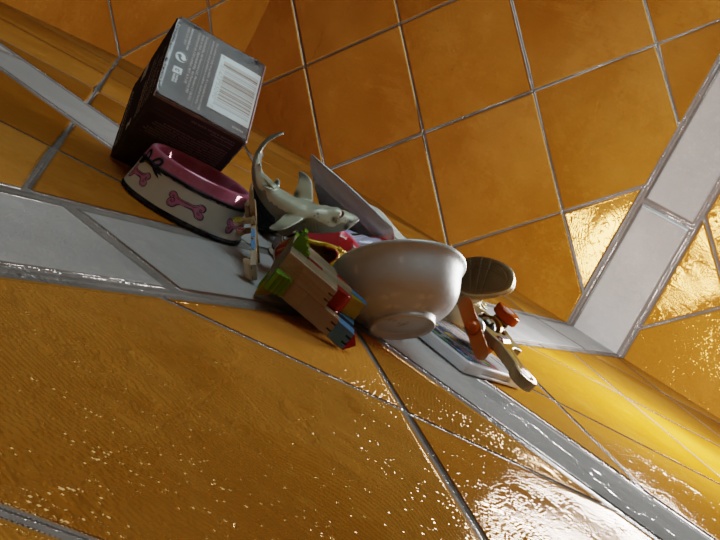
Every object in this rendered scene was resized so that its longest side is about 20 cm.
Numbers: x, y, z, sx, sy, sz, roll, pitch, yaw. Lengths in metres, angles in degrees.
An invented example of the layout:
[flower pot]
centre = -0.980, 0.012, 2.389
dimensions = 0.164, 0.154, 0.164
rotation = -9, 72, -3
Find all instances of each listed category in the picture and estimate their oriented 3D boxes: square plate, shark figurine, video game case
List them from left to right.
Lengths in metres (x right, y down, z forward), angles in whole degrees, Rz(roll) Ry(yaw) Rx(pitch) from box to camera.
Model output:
[shark figurine]
centre = -0.118, -0.099, 1.323
dimensions = 0.127, 0.090, 0.214
rotation = -31, 62, -29
[square plate]
centre = -0.014, -0.085, 1.566
dimensions = 0.198, 0.028, 0.201
rotation = 44, -13, 20
[video game case]
centre = 0.158, 0.124, 1.512
dimensions = 0.181, 0.023, 0.199
rotation = 21, 13, -47

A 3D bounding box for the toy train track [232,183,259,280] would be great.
[toy train track]
centre = -0.160, -0.045, 1.266
dimensions = 0.032, 0.117, 0.201
rotation = -5, 29, -5

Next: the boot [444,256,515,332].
[boot]
centre = 0.203, 0.050, 1.601
dimensions = 0.197, 0.074, 0.156
rotation = -6, -36, 33

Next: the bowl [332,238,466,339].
[bowl]
centre = 0.057, 0.039, 1.283
dimensions = 0.196, 0.092, 0.202
rotation = -3, -24, -1

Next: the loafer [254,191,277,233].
[loafer]
centre = -0.154, -0.104, 1.632
dimensions = 0.072, 0.073, 0.200
rotation = 31, 8, -23

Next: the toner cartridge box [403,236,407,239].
[toner cartridge box]
centre = 0.075, -0.007, 1.758
dimensions = 0.043, 0.096, 0.200
rotation = 27, 9, -16

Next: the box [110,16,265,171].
[box]
centre = -0.278, -0.257, 1.469
dimensions = 0.162, 0.169, 0.199
rotation = 25, -35, -25

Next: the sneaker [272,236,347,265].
[sneaker]
centre = -0.036, -0.001, 1.354
dimensions = 0.197, 0.075, 0.077
rotation = 13, -19, -37

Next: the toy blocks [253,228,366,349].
[toy blocks]
centre = -0.051, 0.028, 1.172
dimensions = 0.136, 0.100, 0.200
rotation = 40, 7, -8

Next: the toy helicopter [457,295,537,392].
[toy helicopter]
centre = 0.219, 0.117, 1.453
dimensions = 0.131, 0.079, 0.201
rotation = 31, 18, -37

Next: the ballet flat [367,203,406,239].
[ballet flat]
centre = 0.027, -0.070, 1.665
dimensions = 0.200, 0.070, 0.069
rotation = 42, 13, 32

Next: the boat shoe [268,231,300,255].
[boat shoe]
centre = -0.104, -0.048, 1.492
dimensions = 0.071, 0.060, 0.200
rotation = 29, 8, -5

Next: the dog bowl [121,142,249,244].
[dog bowl]
centre = -0.253, -0.120, 1.364
dimensions = 0.198, 0.075, 0.200
rotation = 30, 9, -5

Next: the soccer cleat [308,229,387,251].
[soccer cleat]
centre = -0.001, -0.033, 1.453
dimensions = 0.197, 0.067, 0.077
rotation = 22, 28, -12
